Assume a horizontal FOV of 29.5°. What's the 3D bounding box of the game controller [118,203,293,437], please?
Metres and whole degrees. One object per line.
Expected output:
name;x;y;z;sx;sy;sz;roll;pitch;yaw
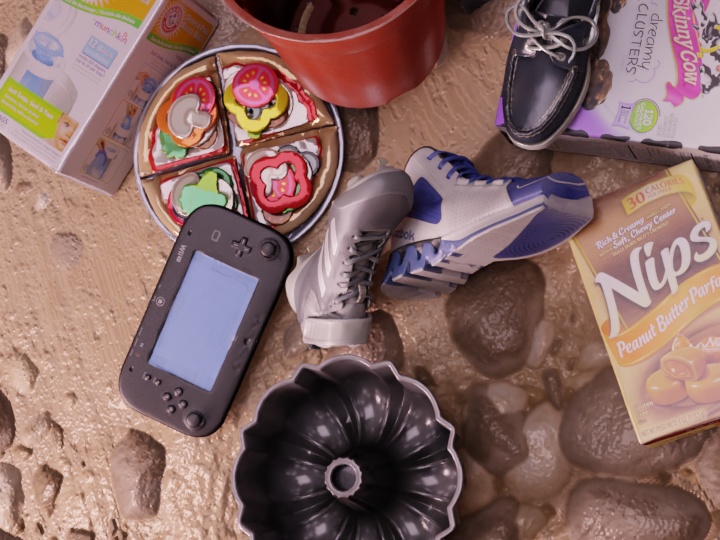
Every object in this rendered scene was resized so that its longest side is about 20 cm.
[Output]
game controller;-0.137;0.044;1.208;0.104;0.042;0.200;23;95;-3

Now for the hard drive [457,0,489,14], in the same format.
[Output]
hard drive;0.139;-0.338;1.200;0.200;0.038;0.140;-35;70;12

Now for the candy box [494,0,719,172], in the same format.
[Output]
candy box;0.228;-0.178;1.117;0.200;0.072;0.168;9;83;22

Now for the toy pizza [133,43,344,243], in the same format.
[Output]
toy pizza;-0.114;-0.109;1.236;0.200;0.032;0.201;-1;85;12

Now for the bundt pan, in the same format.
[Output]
bundt pan;-0.002;0.174;1.133;0.202;0.076;0.202;-4;78;19

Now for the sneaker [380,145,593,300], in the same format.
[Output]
sneaker;0.087;-0.059;1.124;0.199;0.080;0.115;-25;63;41

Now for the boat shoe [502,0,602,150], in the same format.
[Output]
boat shoe;0.156;-0.195;1.076;0.075;0.062;0.200;22;89;22

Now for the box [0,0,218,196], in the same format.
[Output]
box;-0.243;-0.189;1.278;0.112;0.101;0.200;33;92;22

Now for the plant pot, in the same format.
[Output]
plant pot;-0.012;-0.241;1.140;0.200;0.195;0.201;-2;74;9

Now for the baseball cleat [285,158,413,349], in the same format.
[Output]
baseball cleat;0.000;0.000;1.128;0.070;0.200;0.107;-4;62;-26

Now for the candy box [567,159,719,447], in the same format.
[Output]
candy box;0.246;0.027;1.080;0.115;0.055;0.200;-22;73;16
